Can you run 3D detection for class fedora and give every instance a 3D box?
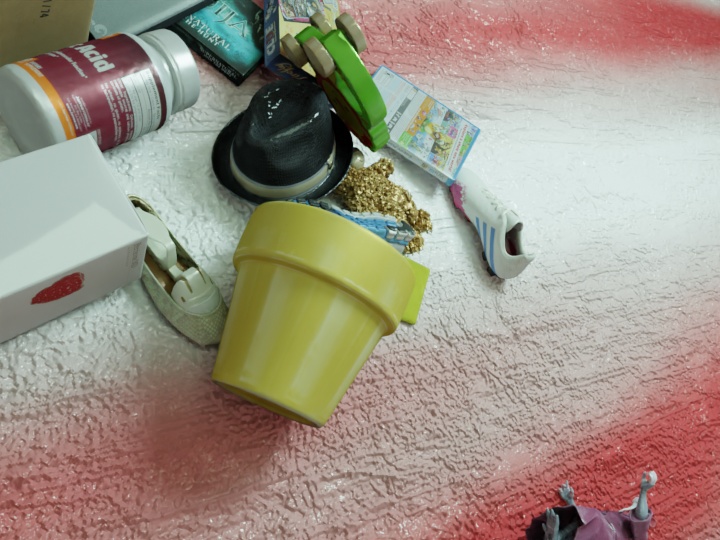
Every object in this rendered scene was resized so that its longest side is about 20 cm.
[{"bbox_3d":[-0.098,-0.177,0.786,0.199,0.092,0.202,3,56,-5],"label":"fedora"}]

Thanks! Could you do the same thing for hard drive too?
[{"bbox_3d":[-0.296,-0.382,0.811,0.200,0.033,0.140,-40,93,-24],"label":"hard drive"}]

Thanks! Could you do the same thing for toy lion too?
[{"bbox_3d":[-0.016,-0.236,0.812,0.068,0.200,0.192,-37,119,-2],"label":"toy lion"}]

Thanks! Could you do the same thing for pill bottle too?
[{"bbox_3d":[-0.290,-0.202,0.703,0.114,0.114,0.200,51,52,1],"label":"pill bottle"}]

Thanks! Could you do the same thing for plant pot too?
[{"bbox_3d":[-0.064,0.057,0.670,0.200,0.201,0.190,29,70,-15],"label":"plant pot"}]

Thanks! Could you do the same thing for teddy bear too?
[{"bbox_3d":[0.026,-0.106,0.876,0.201,0.067,0.145,52,49,1],"label":"teddy bear"}]

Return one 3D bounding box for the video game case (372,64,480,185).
[{"bbox_3d":[0.087,-0.236,0.991,0.199,0.018,0.144,33,53,-2],"label":"video game case"}]

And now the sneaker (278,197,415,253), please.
[{"bbox_3d":[-0.026,-0.032,0.768,0.199,0.087,0.075,11,22,-29],"label":"sneaker"}]

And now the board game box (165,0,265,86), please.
[{"bbox_3d":[-0.218,-0.371,0.887,0.199,0.028,0.136,37,54,-10],"label":"board game box"}]

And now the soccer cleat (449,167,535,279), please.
[{"bbox_3d":[0.210,-0.086,0.964,0.069,0.086,0.201,-14,74,-35],"label":"soccer cleat"}]

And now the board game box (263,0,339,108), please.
[{"bbox_3d":[-0.085,-0.361,0.933,0.135,0.034,0.202,22,54,-44],"label":"board game box"}]

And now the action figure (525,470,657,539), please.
[{"bbox_3d":[0.311,0.339,0.781,0.198,0.134,0.150,5,65,-26],"label":"action figure"}]

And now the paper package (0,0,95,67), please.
[{"bbox_3d":[-0.383,-0.303,0.644,0.104,0.200,0.190,50,51,0],"label":"paper package"}]

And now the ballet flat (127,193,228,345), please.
[{"bbox_3d":[-0.209,0.001,0.683,0.200,0.062,0.067,49,52,-1],"label":"ballet flat"}]

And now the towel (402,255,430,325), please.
[{"bbox_3d":[0.000,0.000,0.830,0.199,0.018,0.087,24,75,-20],"label":"towel"}]

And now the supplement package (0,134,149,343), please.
[{"bbox_3d":[-0.319,-0.019,0.576,0.199,0.121,0.120,-30,83,-30],"label":"supplement package"}]
